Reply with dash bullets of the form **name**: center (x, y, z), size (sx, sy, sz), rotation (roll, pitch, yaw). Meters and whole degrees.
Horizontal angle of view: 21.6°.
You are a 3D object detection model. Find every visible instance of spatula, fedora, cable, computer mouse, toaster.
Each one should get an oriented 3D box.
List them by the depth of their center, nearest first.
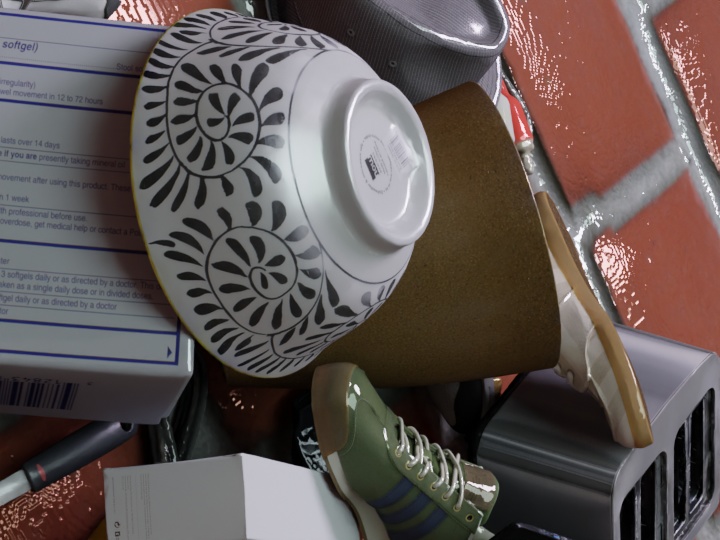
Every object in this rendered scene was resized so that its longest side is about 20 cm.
- **spatula**: center (-0.200, 0.123, 1.042), size (0.200, 0.021, 0.057), rotation (-28, 97, -36)
- **cable**: center (-0.111, 0.133, 1.119), size (0.097, 0.050, 0.200), rotation (41, 52, -29)
- **computer mouse**: center (-0.034, 0.071, 1.239), size (0.059, 0.034, 0.200), rotation (-9, 79, -30)
- **fedora**: center (0.034, -0.179, 1.298), size (0.200, 0.090, 0.177), rotation (42, 57, -7)
- **toaster**: center (0.161, 0.139, 1.301), size (0.181, 0.119, 0.200), rotation (-42, 135, -45)
- **cable**: center (0.093, -0.163, 1.409), size (0.097, 0.050, 0.200), rotation (4, 76, -44)

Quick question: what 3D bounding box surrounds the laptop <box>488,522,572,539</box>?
- **laptop**: center (0.098, 0.261, 1.182), size (0.200, 0.177, 0.103), rotation (27, 28, -53)

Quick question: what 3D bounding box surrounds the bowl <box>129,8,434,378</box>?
- **bowl**: center (-0.022, -0.048, 0.989), size (0.201, 0.094, 0.201), rotation (21, 64, -54)

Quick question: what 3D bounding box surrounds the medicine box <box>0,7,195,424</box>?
- **medicine box**: center (-0.181, -0.031, 1.005), size (0.182, 0.103, 0.200), rotation (5, 71, -12)

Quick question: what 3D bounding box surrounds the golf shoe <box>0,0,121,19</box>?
- **golf shoe**: center (-0.225, -0.166, 1.091), size (0.200, 0.078, 0.095), rotation (20, 94, -52)

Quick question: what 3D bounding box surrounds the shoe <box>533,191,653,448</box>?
- **shoe**: center (0.137, 0.038, 1.230), size (0.070, 0.053, 0.200), rotation (56, 10, -54)

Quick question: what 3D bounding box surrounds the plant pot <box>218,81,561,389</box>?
- **plant pot**: center (0.000, 0.000, 1.168), size (0.200, 0.186, 0.187), rotation (-17, 90, -6)

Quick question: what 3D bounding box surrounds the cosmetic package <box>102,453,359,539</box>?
- **cosmetic package**: center (-0.068, 0.140, 1.078), size (0.200, 0.082, 0.051), rotation (30, 52, -69)

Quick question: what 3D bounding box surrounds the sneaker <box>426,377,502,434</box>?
- **sneaker**: center (0.029, 0.028, 1.295), size (0.088, 0.076, 0.200), rotation (-23, 94, -29)

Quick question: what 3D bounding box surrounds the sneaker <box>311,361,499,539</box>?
- **sneaker**: center (0.039, 0.126, 1.142), size (0.067, 0.090, 0.200), rotation (-81, 159, -46)
